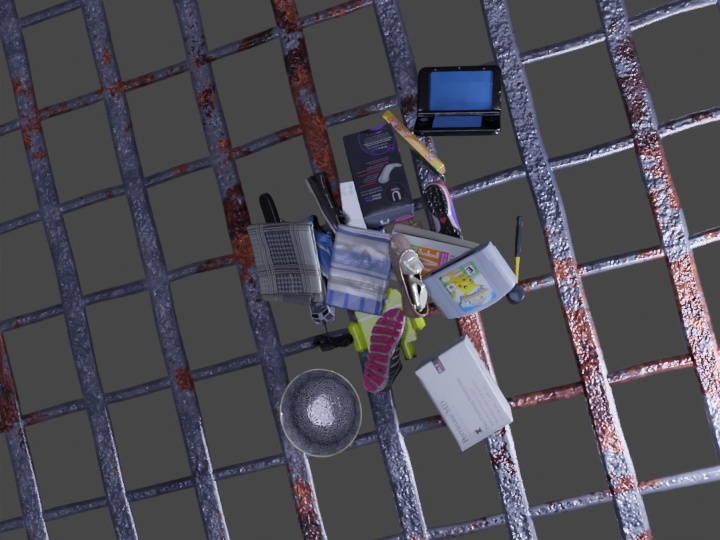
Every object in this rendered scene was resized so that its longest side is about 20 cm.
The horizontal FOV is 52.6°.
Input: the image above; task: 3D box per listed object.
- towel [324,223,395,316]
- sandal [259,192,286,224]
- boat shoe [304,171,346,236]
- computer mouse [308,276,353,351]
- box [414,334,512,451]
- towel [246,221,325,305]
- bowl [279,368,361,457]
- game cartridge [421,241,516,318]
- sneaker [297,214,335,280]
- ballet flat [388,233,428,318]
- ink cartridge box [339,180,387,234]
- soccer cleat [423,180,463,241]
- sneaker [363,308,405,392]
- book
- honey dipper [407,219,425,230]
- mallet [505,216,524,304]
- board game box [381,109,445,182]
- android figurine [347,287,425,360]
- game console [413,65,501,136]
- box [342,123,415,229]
[{"bbox_3d":[0.000,0.000,1.672,0.144,0.024,0.204,12,108,2],"label":"towel"},{"bbox_3d":[-0.190,-0.093,1.763,0.045,0.075,0.204,-20,96,-33],"label":"sandal"},{"bbox_3d":[-0.069,-0.154,1.719,0.056,0.067,0.202,-31,62,2],"label":"boat shoe"},{"bbox_3d":[-0.085,0.091,1.749,0.108,0.044,0.204,-17,85,35],"label":"computer mouse"},{"bbox_3d":[0.229,0.263,1.614,0.130,0.200,0.201,-33,84,8],"label":"box"},{"bbox_3d":[-0.178,-0.015,1.719,0.189,0.034,0.204,0,110,29],"label":"towel"},{"bbox_3d":[-0.085,0.329,1.726,0.197,0.094,0.205,0,90,10],"label":"bowl"},{"bbox_3d":[0.244,0.030,1.646,0.198,0.041,0.134,-30,112,31],"label":"game cartridge"},{"bbox_3d":[-0.078,-0.049,1.736,0.089,0.078,0.201,-40,83,10],"label":"sneaker"},{"bbox_3d":[0.116,0.014,1.633,0.067,0.067,0.203,-27,112,-30],"label":"ballet flat"},{"bbox_3d":[0.010,-0.116,1.740,0.097,0.039,0.204,-7,87,9],"label":"ink cartridge box"},{"bbox_3d":[0.202,-0.112,1.695,0.067,0.073,0.203,-13,105,25],"label":"soccer cleat"},{"bbox_3d":[0.062,0.189,1.680,0.072,0.087,0.203,8,73,24],"label":"sneaker"},{"bbox_3d":[0.164,-0.021,1.687,0.196,0.048,0.136,13,122,11],"label":"book"},{"bbox_3d":[0.096,-0.153,1.726,0.038,0.038,0.202,-33,82,9],"label":"honey dipper"},{"bbox_3d":[0.358,-0.023,1.660,0.040,0.066,0.204,4,90,7],"label":"mallet"},{"bbox_3d":[0.130,-0.287,1.689,0.030,0.095,0.200,-42,83,6],"label":"board game box"},{"bbox_3d":[0.059,0.124,1.729,0.179,0.041,0.204,-19,88,10],"label":"android figurine"},{"bbox_3d":[0.223,-0.389,1.667,0.196,0.177,0.118,1,118,11],"label":"game console"},{"bbox_3d":[0.043,-0.211,1.661,0.120,0.106,0.204,-15,76,3],"label":"box"}]
